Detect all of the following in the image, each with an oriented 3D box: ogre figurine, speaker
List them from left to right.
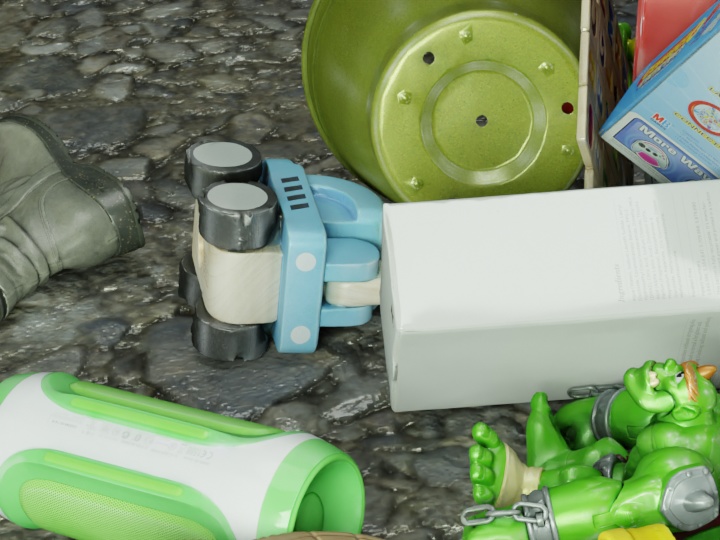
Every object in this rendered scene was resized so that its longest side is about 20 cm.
[{"bbox_3d":[-0.100,0.107,1.151,0.199,0.089,0.088,11,31,30],"label":"speaker"},{"bbox_3d":[0.130,0.097,1.124,0.119,0.099,0.200,-8,-9,21],"label":"ogre figurine"}]

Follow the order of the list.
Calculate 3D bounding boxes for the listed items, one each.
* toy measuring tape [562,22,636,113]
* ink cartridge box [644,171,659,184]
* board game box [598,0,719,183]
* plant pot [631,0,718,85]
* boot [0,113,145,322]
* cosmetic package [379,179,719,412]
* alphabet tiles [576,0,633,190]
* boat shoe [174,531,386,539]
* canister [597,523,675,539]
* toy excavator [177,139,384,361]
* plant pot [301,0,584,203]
[{"bbox_3d":[0.122,-0.112,1.582,0.199,0.074,0.074,-21,23,17],"label":"toy measuring tape"},{"bbox_3d":[0.284,-0.056,1.399,0.146,0.083,0.200,-16,30,-19],"label":"ink cartridge box"},{"bbox_3d":[0.249,-0.062,1.180,0.056,0.200,0.196,-54,4,-23],"label":"board game box"},{"bbox_3d":[0.255,-0.183,1.345,0.181,0.201,0.201,6,28,9],"label":"plant pot"},{"bbox_3d":[-0.242,-0.036,1.486,0.130,0.068,0.200,-27,32,-26],"label":"boot"},{"bbox_3d":[0.110,0.015,1.217,0.199,0.113,0.082,-2,64,-4],"label":"cosmetic package"},{"bbox_3d":[0.144,-0.076,1.318,0.006,0.200,0.167,-1,67,14],"label":"alphabet tiles"},{"bbox_3d":[-0.039,0.165,1.048,0.199,0.065,0.072,3,31,-24],"label":"boat shoe"},{"bbox_3d":[0.055,0.189,0.963,0.199,0.087,0.149,-12,27,-9],"label":"canister"},{"bbox_3d":[0.000,0.000,1.346,0.199,0.100,0.195,-2,27,-11],"label":"toy excavator"},{"bbox_3d":[0.066,-0.109,1.380,0.199,0.201,0.193,-6,17,-1],"label":"plant pot"}]
